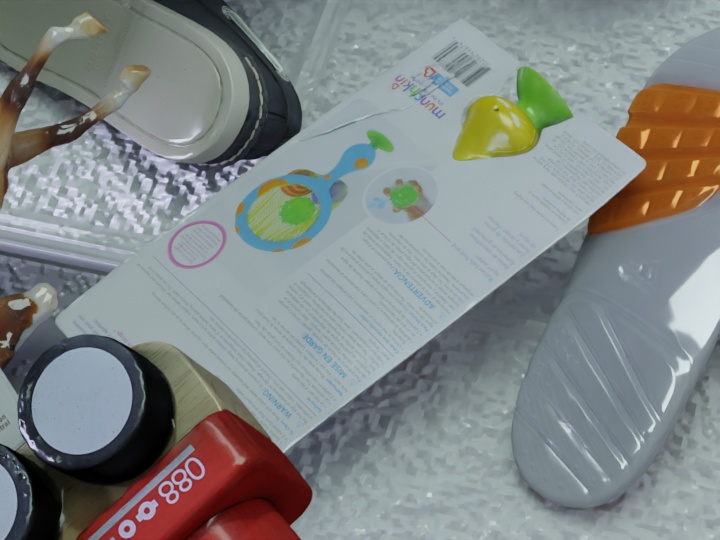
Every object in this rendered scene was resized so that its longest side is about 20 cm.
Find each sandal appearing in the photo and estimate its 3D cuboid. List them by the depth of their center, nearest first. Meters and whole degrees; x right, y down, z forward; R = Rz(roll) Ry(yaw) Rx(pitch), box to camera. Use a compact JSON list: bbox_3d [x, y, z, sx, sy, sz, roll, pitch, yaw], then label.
[{"bbox_3d":[0.120,0.000,1.067,0.079,0.059,0.207,24,77,29],"label":"sandal"}]

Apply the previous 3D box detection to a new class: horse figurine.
[{"bbox_3d":[-0.163,-0.063,1.025,0.133,0.200,0.050,-49,35,-1],"label":"horse figurine"}]

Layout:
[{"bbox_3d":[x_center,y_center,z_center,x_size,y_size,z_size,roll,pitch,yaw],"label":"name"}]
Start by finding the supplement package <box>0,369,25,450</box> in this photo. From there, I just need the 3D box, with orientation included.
[{"bbox_3d":[-0.225,0.005,0.961,0.117,0.200,0.117,-40,21,-25],"label":"supplement package"}]

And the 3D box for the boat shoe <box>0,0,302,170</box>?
[{"bbox_3d":[-0.099,-0.103,1.163,0.200,0.073,0.063,41,20,34],"label":"boat shoe"}]

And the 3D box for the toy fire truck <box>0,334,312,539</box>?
[{"bbox_3d":[-0.063,0.150,0.917,0.176,0.129,0.200,-43,65,1],"label":"toy fire truck"}]

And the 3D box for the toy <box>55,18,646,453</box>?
[{"bbox_3d":[0.000,0.000,1.066,0.200,0.047,0.115,-39,51,-11],"label":"toy"}]
